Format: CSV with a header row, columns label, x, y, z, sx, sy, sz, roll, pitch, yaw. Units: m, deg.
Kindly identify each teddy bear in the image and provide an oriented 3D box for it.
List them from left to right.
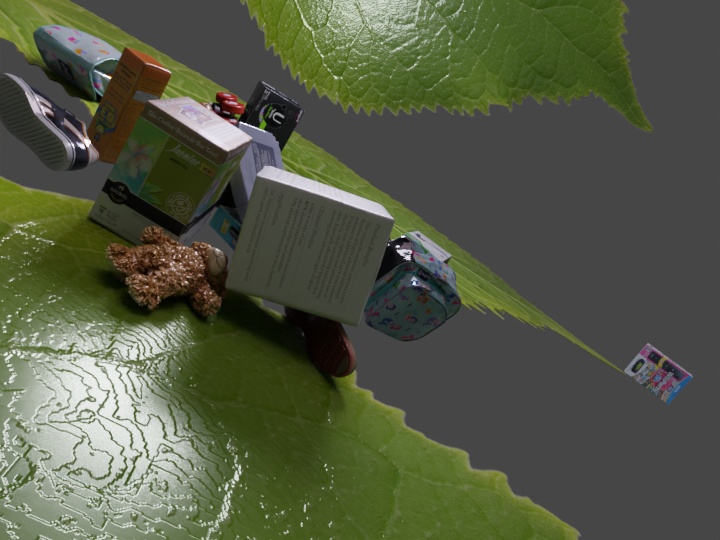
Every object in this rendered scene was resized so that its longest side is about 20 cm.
label,x,y,z,sx,sy,sz,roll,pitch,yaw
teddy bear,-0.246,-0.002,0.766,0.200,0.067,0.145,14,29,-51

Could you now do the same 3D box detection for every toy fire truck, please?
label,x,y,z,sx,sy,sz,roll,pitch,yaw
toy fire truck,-0.451,-0.471,1.709,0.167,0.113,0.200,1,31,-30

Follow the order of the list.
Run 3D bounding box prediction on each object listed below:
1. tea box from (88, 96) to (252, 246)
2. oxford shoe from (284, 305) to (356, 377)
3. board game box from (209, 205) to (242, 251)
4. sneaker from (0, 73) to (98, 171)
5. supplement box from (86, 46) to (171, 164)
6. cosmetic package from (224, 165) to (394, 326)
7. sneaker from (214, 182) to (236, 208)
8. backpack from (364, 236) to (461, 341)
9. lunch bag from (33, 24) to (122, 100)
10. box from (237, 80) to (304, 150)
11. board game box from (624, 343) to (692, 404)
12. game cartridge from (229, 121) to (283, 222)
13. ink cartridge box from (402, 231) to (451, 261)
label,x,y,z,sx,sy,sz,roll,pitch,yaw
tea box,-0.288,-0.153,0.894,0.133,0.197,0.200,31,16,-10
oxford shoe,-0.047,0.094,0.880,0.075,0.071,0.200,23,19,-40
board game box,-0.168,-0.039,1.074,0.200,0.047,0.151,42,18,27
sneaker,-0.508,-0.234,0.918,0.200,0.078,0.079,48,23,9
supplement box,-0.424,-0.291,1.026,0.066,0.200,0.069,40,20,20
cosmetic package,-0.076,-0.042,0.848,0.199,0.168,0.166,18,12,-9
sneaker,-0.307,-0.176,1.085,0.200,0.076,0.115,2,27,-27
backpack,0.100,0.048,1.124,0.200,0.177,0.151,28,38,-36
lunch bag,-0.633,-0.481,1.322,0.170,0.122,0.200,36,10,5
box,-0.300,-0.475,1.818,0.148,0.200,0.124,24,17,-29
board game box,1.198,0.414,2.286,0.200,0.148,0.064,40,16,23
game cartridge,-0.192,-0.173,1.073,0.133,0.041,0.201,3,74,-55
ink cartridge box,0.190,-0.047,1.749,0.146,0.083,0.200,37,15,10
